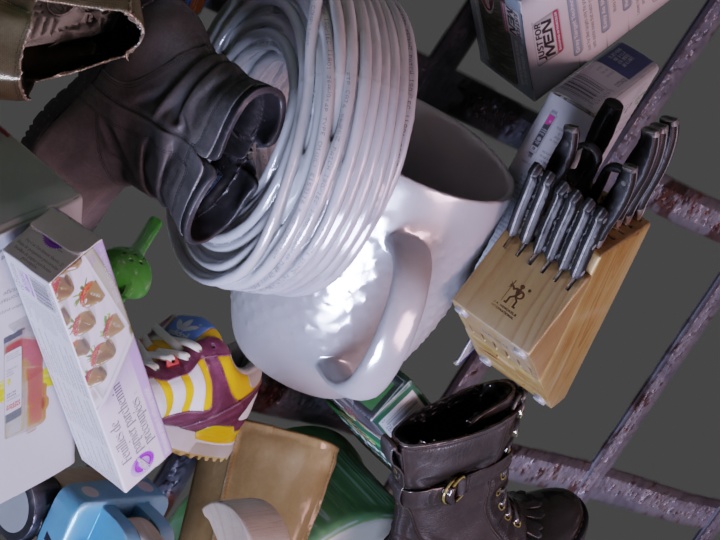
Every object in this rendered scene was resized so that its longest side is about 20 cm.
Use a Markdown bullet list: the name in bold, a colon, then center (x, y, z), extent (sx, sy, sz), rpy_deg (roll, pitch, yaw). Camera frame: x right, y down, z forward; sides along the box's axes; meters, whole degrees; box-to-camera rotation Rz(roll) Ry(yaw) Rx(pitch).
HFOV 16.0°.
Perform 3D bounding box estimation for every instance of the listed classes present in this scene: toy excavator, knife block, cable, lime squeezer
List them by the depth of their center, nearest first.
- **cable**: center (-0.044, -0.082, 1.490), extent (0.069, 0.200, 0.200), rpy_deg (12, 154, -30)
- **lime squeezer**: center (-0.161, 0.027, 1.524), extent (0.038, 0.071, 0.200), rpy_deg (39, 54, -17)
- **toy excavator**: center (-0.142, 0.189, 1.630), extent (0.100, 0.200, 0.195), rpy_deg (-1, 123, -48)
- **knife block**: center (0.140, -0.017, 1.630), extent (0.176, 0.064, 0.200), rpy_deg (-51, 161, -8)

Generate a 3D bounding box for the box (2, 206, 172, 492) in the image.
- **box**: center (-0.145, 0.046, 1.384), extent (0.039, 0.041, 0.200), rpy_deg (-42, 147, -22)

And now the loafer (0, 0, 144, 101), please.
- **loafer**: center (-0.203, -0.128, 1.369), extent (0.200, 0.070, 0.075), rpy_deg (-18, 135, -24)

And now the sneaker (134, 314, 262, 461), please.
- **sneaker**: center (-0.137, 0.066, 1.644), extent (0.200, 0.075, 0.090), rpy_deg (12, 105, -59)

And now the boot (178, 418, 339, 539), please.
- **boot**: center (-0.119, 0.195, 1.751), extent (0.066, 0.175, 0.200), rpy_deg (38, 66, -74)

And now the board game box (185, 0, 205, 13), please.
- **board game box**: center (-0.100, -0.237, 1.437), extent (0.103, 0.019, 0.200), rpy_deg (-3, 125, -44)

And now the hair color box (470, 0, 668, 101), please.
- **hair color box**: center (0.166, -0.214, 1.716), extent (0.200, 0.061, 0.099), rpy_deg (-38, 144, -18)

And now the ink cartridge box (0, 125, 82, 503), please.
- **ink cartridge box**: center (-0.229, 0.014, 1.421), extent (0.083, 0.145, 0.200), rpy_deg (-26, 139, -34)

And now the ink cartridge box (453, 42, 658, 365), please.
- **ink cartridge box**: center (0.122, -0.050, 1.746), extent (0.200, 0.043, 0.196), rpy_deg (-60, 172, 21)

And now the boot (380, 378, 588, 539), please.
- **boot**: center (0.090, 0.145, 1.751), extent (0.200, 0.069, 0.174), rpy_deg (-19, 136, -33)

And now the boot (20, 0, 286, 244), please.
- **boot**: center (-0.126, -0.057, 1.466), extent (0.070, 0.132, 0.200), rpy_deg (-10, 139, -42)

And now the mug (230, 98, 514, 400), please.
- **mug**: center (0.000, 0.000, 1.619), extent (0.148, 0.200, 0.175), rpy_deg (19, 114, -22)

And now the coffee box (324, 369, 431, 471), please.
- **coffee box**: center (0.017, 0.101, 1.794), extent (0.044, 0.123, 0.200), rpy_deg (-47, 147, -6)

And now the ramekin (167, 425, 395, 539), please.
- **ramekin**: center (-0.049, 0.220, 1.851), extent (0.200, 0.098, 0.200), rpy_deg (-29, 141, -27)
